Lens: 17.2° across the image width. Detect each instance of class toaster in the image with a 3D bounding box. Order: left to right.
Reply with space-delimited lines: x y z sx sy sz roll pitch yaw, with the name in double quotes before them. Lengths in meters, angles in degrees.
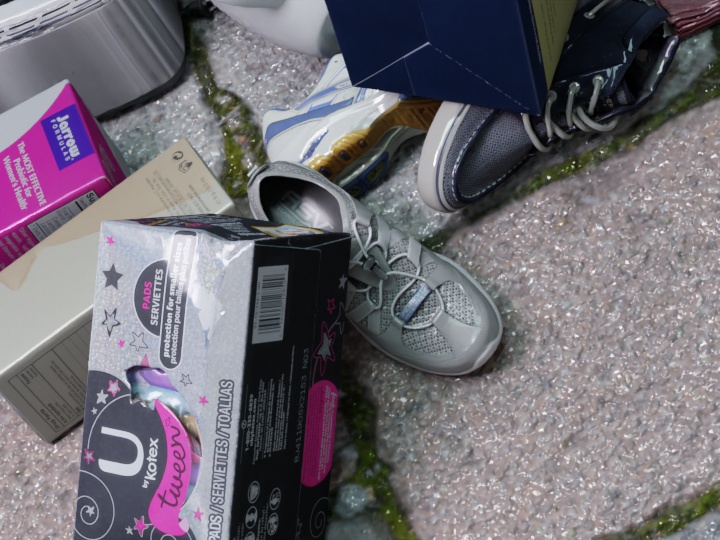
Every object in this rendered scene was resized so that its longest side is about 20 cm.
"toaster" -0.214 -0.182 1.711 0.199 0.129 0.114 -18 56 10

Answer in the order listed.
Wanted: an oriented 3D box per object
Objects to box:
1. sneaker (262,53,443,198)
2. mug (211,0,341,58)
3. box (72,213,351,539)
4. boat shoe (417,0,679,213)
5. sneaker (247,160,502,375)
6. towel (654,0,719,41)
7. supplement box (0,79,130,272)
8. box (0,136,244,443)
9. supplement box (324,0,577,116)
"sneaker" 0.019 -0.129 1.619 0.199 0.075 0.088 -33 53 -1
"mug" -0.069 -0.233 1.651 0.175 0.200 0.148 46 128 21
"box" -0.092 0.071 1.457 0.114 0.132 0.201 7 96 27
"boat shoe" 0.126 -0.111 1.564 0.092 0.075 0.200 24 70 39
"sneaker" 0.000 0.000 1.521 0.200 0.082 0.075 34 93 16
"towel" 0.243 -0.262 1.644 0.143 0.023 0.201 -26 54 4
"supplement box" -0.256 -0.027 1.651 0.199 0.103 0.101 -28 53 2
"box" -0.164 0.014 1.594 0.200 0.095 0.078 -35 53 -3
"supplement box" 0.067 -0.242 1.506 0.134 0.200 0.201 11 63 17
